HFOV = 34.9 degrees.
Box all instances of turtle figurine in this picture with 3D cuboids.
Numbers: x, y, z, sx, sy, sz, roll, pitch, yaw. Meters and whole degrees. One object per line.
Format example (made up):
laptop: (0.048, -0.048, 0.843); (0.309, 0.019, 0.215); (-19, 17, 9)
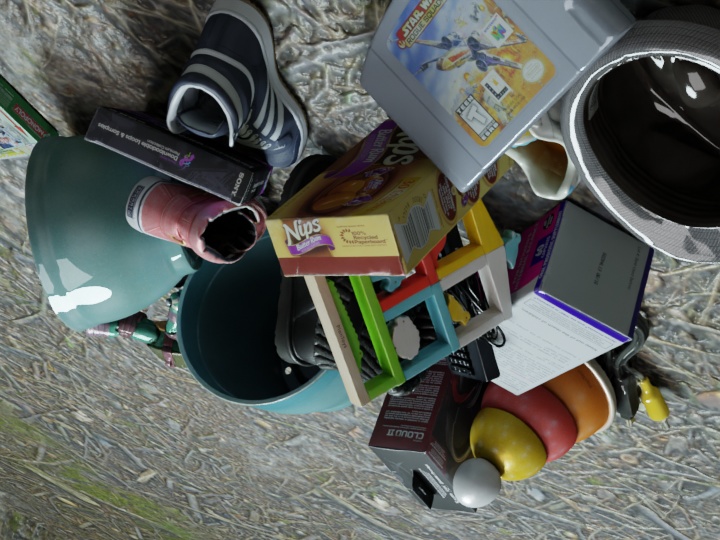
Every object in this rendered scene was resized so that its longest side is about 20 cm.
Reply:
turtle figurine: (-0.218, 0.066, 1.361); (0.199, 0.101, 0.150); (8, 169, 0)

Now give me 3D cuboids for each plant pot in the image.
plant pot: (-0.237, -0.048, 1.165); (0.134, 0.201, 0.201); (-9, 146, 6)
plant pot: (-0.067, 0.068, 1.238); (0.199, 0.201, 0.188); (8, 164, 23)

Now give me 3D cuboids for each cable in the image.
cable: (0.277, 0.096, 1.218); (0.097, 0.050, 0.200); (22, 144, 37)

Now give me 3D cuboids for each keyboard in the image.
keyboard: (0.075, 0.011, 1.057); (0.104, 0.040, 0.201); (0, 112, 59)

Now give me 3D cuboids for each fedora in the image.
fedora: (0.239, -0.108, 0.810); (0.200, 0.090, 0.177); (46, 142, -18)

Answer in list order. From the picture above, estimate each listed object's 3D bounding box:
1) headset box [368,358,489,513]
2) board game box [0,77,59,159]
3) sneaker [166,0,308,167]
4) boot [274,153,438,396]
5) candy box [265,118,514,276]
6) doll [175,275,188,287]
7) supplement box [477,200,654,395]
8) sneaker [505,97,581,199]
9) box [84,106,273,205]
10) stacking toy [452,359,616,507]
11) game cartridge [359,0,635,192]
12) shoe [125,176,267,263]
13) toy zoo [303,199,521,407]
headset box: (0.092, 0.162, 1.266); (0.075, 0.200, 0.149); (1, 145, 33)
board game box: (-0.428, -0.190, 1.192); (0.134, 0.029, 0.200); (-3, 143, 36)
sneaker: (-0.106, -0.129, 0.992); (0.070, 0.109, 0.200); (11, 150, 19)
boot: (0.002, 0.001, 1.046); (0.079, 0.212, 0.157); (-3, -173, -44)
candy box: (0.029, -0.064, 0.918); (0.116, 0.200, 0.057); (0, 120, 35)
doll: (-0.220, -0.012, 1.336); (0.136, 0.049, 0.200); (23, 159, -23)
supplement box: (0.172, 0.032, 1.091); (0.103, 0.101, 0.200); (27, 151, -11)
sneaker: (0.120, -0.141, 0.847); (0.076, 0.081, 0.200); (-7, 135, 43)
box: (-0.157, -0.106, 1.038); (0.143, 0.036, 0.200); (23, -172, -3)
stacking toy: (0.162, 0.169, 1.206); (0.146, 0.200, 0.146); (33, 148, 24)
game cartridge: (0.081, -0.155, 0.792); (0.133, 0.042, 0.200); (44, 139, 0)
shoe: (-0.127, -0.041, 1.085); (0.091, 0.072, 0.200); (24, -173, 27)
toy zoo: (0.056, 0.011, 0.969); (0.020, 0.200, 0.132); (15, 129, 58)
